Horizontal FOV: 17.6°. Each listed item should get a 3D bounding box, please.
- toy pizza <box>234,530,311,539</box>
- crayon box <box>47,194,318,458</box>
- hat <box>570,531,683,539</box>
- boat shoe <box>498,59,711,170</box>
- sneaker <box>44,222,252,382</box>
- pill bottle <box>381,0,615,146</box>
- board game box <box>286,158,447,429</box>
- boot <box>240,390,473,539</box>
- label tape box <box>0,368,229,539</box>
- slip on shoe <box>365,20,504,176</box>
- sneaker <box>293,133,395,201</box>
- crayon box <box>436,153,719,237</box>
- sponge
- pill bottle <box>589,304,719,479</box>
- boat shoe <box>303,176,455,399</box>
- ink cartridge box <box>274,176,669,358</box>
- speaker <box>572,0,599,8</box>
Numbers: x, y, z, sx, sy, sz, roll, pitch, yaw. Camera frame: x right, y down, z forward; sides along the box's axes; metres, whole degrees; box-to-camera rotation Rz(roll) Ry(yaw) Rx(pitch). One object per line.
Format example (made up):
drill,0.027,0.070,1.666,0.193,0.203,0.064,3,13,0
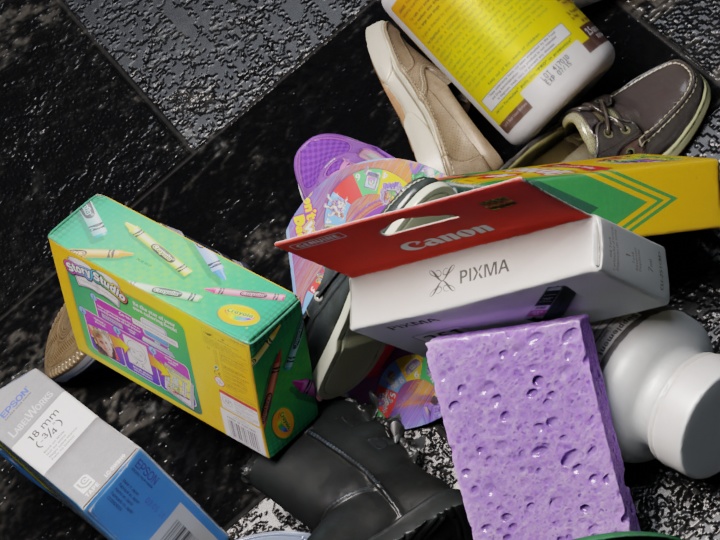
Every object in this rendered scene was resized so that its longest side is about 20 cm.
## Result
toy pizza,-0.070,0.273,1.630,0.199,0.032,0.201,-11,49,13
crayon box,-0.127,0.038,1.667,0.200,0.119,0.058,27,53,31
hat,0.161,0.272,1.431,0.200,0.165,0.177,-29,55,24
boat shoe,0.176,-0.092,1.740,0.200,0.065,0.073,-41,47,-4
sneaker,-0.164,0.042,1.841,0.200,0.108,0.070,-40,41,40
pill bottle,0.092,-0.199,1.774,0.109,0.109,0.200,-43,87,-5
board game box,0.008,0.018,1.703,0.157,0.039,0.201,-8,86,30
boot,-0.029,0.172,1.627,0.198,0.074,0.162,-29,41,-21
label tape box,-0.208,0.144,1.731,0.200,0.144,0.063,31,76,40
slip on shoe,0.057,-0.131,1.824,0.060,0.076,0.200,-25,42,4
sneaker,0.007,-0.057,1.795,0.080,0.089,0.200,-42,47,-3
crayon box,0.164,-0.049,1.625,0.199,0.051,0.127,-7,6,-18
sponge,0.119,0.133,1.545,0.111,0.030,0.201,-11,98,23
pill bottle,0.172,0.065,1.598,0.200,0.111,0.111,30,75,40
boat shoe,0.002,0.000,1.637,0.074,0.200,0.066,-16,53,-38
ink cartridge box,0.073,0.003,1.510,0.199,0.173,0.044,-14,68,35
speaker,0.182,-0.252,1.844,0.199,0.081,0.081,-19,50,17
